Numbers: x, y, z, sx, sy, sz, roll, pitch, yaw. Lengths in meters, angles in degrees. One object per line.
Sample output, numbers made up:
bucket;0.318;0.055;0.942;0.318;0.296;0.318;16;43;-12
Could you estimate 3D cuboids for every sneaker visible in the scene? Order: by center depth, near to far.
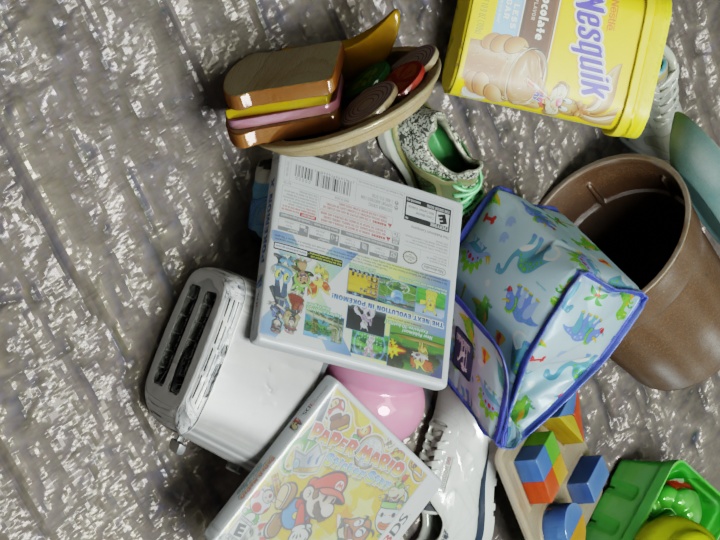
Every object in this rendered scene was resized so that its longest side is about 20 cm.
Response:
sneaker;-0.024;-0.038;1.593;0.199;0.078;0.091;18;98;-26
sneaker;0.092;-0.087;1.642;0.077;0.088;0.200;-48;121;-18
sneaker;0.092;0.197;1.709;0.080;0.076;0.202;-6;101;-23
sneaker;0.304;-0.192;1.773;0.077;0.081;0.200;-50;123;-18

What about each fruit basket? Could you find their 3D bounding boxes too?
fruit basket;0.335;0.315;1.810;0.155;0.215;0.217;39;77;-37

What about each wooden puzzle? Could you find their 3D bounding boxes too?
wooden puzzle;0.212;0.216;1.760;0.185;0.046;0.201;-51;129;-51

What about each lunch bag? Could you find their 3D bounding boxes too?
lunch bag;0.150;0.048;1.622;0.127;0.170;0.201;17;113;-37

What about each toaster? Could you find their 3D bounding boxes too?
toaster;-0.108;0.082;1.524;0.129;0.113;0.201;24;89;-32

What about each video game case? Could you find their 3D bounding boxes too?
video game case;0.000;0.000;1.519;0.199;0.022;0.184;16;70;-27
video game case;-0.030;0.220;1.542;0.182;0.023;0.200;-52;132;-9

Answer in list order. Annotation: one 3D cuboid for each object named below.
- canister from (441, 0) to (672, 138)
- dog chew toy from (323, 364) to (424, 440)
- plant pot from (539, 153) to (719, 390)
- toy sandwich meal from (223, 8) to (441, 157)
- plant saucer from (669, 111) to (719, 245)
canister;0.192;-0.222;1.645;0.198;0.087;0.150;11;95;-9
dog chew toy;0.012;0.114;1.611;0.124;0.124;0.202;1;106;-34
plant pot;0.299;0.014;1.750;0.198;0.200;0.201;42;75;-39
toy sandwich meal;-0.027;-0.171;1.493;0.205;0.205;0.071;-35;118;-24
plant saucer;0.365;-0.070;1.695;0.039;0.201;0.201;-34;119;3
